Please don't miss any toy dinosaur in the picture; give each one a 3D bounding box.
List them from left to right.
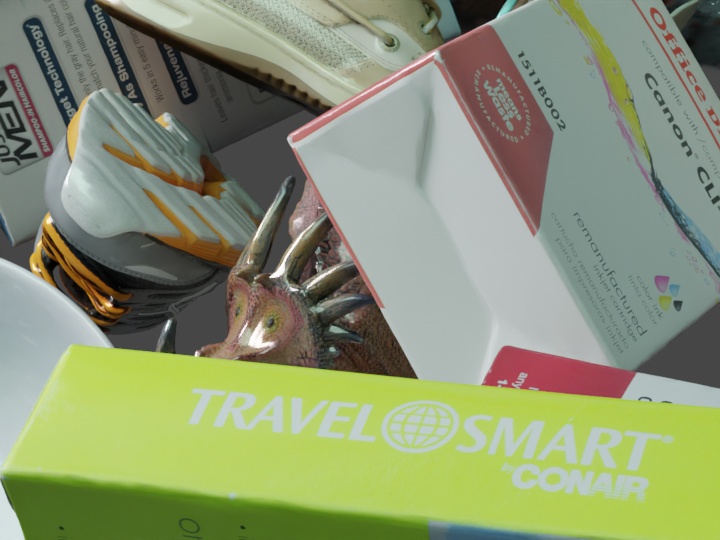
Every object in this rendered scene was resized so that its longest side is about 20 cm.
[{"bbox_3d":[0.000,0.000,0.968,0.086,0.136,0.200,-28,37,30],"label":"toy dinosaur"}]

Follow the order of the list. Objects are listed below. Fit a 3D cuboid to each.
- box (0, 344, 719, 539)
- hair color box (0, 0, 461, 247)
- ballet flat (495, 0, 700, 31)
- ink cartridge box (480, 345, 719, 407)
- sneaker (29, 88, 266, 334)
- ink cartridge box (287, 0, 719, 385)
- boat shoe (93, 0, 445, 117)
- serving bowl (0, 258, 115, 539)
[{"bbox_3d":[0.033,0.080,0.607,0.199,0.122,0.048,5,44,20],"label":"box"},{"bbox_3d":[-0.072,-0.101,1.131,0.200,0.100,0.061,-26,23,-9],"label":"hair color box"},{"bbox_3d":[0.113,-0.132,1.144,0.071,0.071,0.200,9,48,26],"label":"ballet flat"},{"bbox_3d":[0.114,0.134,0.799,0.200,0.145,0.145,11,49,27],"label":"ink cartridge box"},{"bbox_3d":[-0.082,-0.011,1.018,0.077,0.200,0.078,-42,85,3],"label":"sneaker"},{"bbox_3d":[0.072,-0.031,0.946,0.067,0.117,0.200,-29,2,32],"label":"ink cartridge box"},{"bbox_3d":[0.000,-0.086,1.067,0.200,0.072,0.065,26,87,2],"label":"boat shoe"},{"bbox_3d":[-0.160,0.094,0.969,0.199,0.066,0.201,-3,68,7],"label":"serving bowl"}]
